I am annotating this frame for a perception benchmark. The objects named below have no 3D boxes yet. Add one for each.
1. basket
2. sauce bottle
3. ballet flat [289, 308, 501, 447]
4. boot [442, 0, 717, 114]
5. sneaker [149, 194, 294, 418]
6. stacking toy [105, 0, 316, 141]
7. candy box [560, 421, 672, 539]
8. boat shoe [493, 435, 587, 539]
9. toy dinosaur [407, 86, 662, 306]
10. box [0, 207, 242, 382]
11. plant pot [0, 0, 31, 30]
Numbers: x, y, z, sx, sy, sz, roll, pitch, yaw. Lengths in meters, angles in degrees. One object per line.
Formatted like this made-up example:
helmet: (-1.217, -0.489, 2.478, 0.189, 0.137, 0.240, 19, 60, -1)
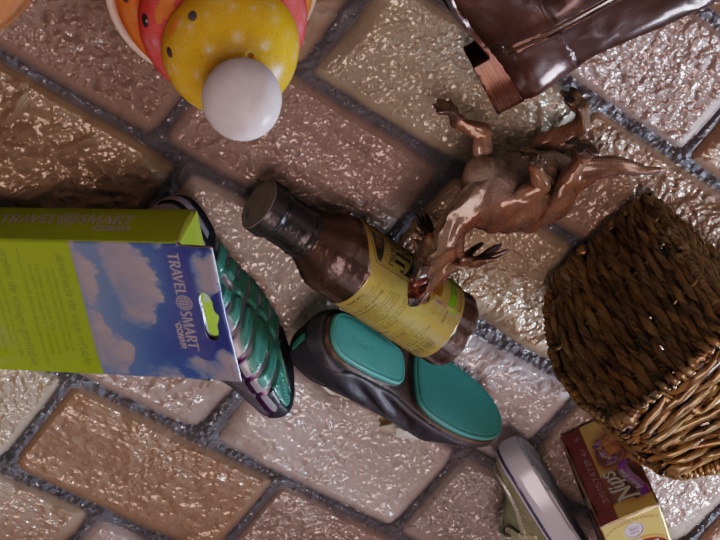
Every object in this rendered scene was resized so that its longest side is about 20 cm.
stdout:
basket: (0.237, 0.069, 1.435, 0.143, 0.201, 0.149, -44, 123, 16)
sauce bottle: (0.000, 0.000, 1.416, 0.199, 0.065, 0.065, 33, 111, -31)
ballet flat: (0.022, 0.088, 1.487, 0.199, 0.073, 0.073, 30, 113, -35)
boot: (0.147, -0.220, 1.306, 0.199, 0.064, 0.187, -27, 130, 5)
sneaker: (-0.122, 0.033, 1.420, 0.087, 0.075, 0.201, -17, 121, 22)
stacking toy: (-0.082, -0.148, 1.213, 0.145, 0.201, 0.147, -6, 125, -9)
candy box: (0.230, 0.232, 1.597, 0.056, 0.117, 0.201, -22, 126, 3)
boat shoe: (0.147, 0.217, 1.596, 0.062, 0.072, 0.201, -26, 128, 6)
toy dinosaur: (0.113, -0.052, 1.401, 0.198, 0.086, 0.136, -10, 133, -23)
box: (-0.180, 0.016, 1.349, 0.198, 0.048, 0.123, 2, 127, 16)
plant pot: (-0.258, -0.224, 1.157, 0.198, 0.140, 0.202, -7, 125, -10)
